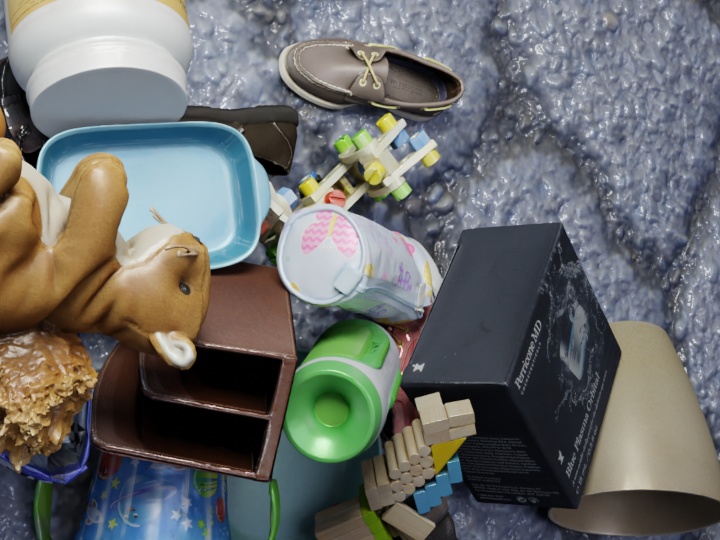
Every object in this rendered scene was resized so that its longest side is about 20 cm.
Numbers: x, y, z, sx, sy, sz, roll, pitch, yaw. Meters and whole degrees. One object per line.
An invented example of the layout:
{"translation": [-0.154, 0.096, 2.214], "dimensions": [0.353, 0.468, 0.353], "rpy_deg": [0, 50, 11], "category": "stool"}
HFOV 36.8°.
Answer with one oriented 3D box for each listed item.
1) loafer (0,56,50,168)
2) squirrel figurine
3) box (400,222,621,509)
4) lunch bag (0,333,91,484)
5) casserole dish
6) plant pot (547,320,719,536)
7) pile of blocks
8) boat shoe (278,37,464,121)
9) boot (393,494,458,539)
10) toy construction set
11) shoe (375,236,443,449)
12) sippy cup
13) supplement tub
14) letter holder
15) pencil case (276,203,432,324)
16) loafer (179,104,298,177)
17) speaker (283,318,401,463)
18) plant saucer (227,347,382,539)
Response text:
{"translation": [-0.254, -0.087, 0.901], "dimensions": [0.071, 0.063, 0.202], "rpy_deg": [-17, 92, -32], "category": "loafer"}
{"translation": [-0.197, 0.020, 0.694], "dimensions": [0.186, 0.141, 0.201], "rpy_deg": [30, 87, -31], "category": "squirrel figurine"}
{"translation": [0.154, 0.094, 1.057], "dimensions": [0.201, 0.116, 0.198], "rpy_deg": [56, 45, -36], "category": "box"}
{"translation": [-0.269, 0.060, 0.802], "dimensions": [0.123, 0.170, 0.202], "rpy_deg": [-28, 99, -21], "category": "lunch bag"}
{"translation": [-0.172, -0.056, 0.876], "dimensions": [0.198, 0.039, 0.123], "rpy_deg": [-7, 89, -24], "category": "casserole dish"}
{"translation": [0.293, 0.165, 1.169], "dimensions": [0.186, 0.187, 0.202], "rpy_deg": [20, 58, -29], "category": "plant pot"}
{"translation": [0.038, 0.188, 0.972], "dimensions": [0.082, 0.062, 0.200], "rpy_deg": [37, 106, -19], "category": "pile of blocks"}
{"translation": [0.014, -0.197, 1.094], "dimensions": [0.198, 0.059, 0.073], "rpy_deg": [9, 79, -32], "category": "boat shoe"}
{"translation": [0.060, 0.327, 1.042], "dimensions": [0.199, 0.069, 0.175], "rpy_deg": [-33, 100, -34], "category": "boot"}
{"translation": [-0.029, -0.067, 1.004], "dimensions": [0.199, 0.131, 0.093], "rpy_deg": [-30, 98, -32], "category": "toy construction set"}
{"translation": [0.037, 0.072, 1.061], "dimensions": [0.090, 0.071, 0.202], "rpy_deg": [-15, 96, -39], "category": "shoe"}
{"translation": [-0.163, 0.184, 0.875], "dimensions": [0.176, 0.139, 0.132], "rpy_deg": [12, 77, -32], "category": "sippy cup"}
{"translation": [-0.214, -0.217, 0.873], "dimensions": [0.143, 0.144, 0.202], "rpy_deg": [1, 67, -33], "category": "supplement tub"}
{"translation": [-0.131, 0.063, 0.850], "dimensions": [0.140, 0.200, 0.102], "rpy_deg": [11, 107, -10], "category": "letter holder"}
{"translation": [0.000, 0.000, 0.955], "dimensions": [0.091, 0.083, 0.200], "rpy_deg": [57, 13, 19], "category": "pencil case"}
{"translation": [-0.136, -0.107, 0.974], "dimensions": [0.198, 0.073, 0.072], "rpy_deg": [-10, 88, -33], "category": "loafer"}
{"translation": [-0.013, 0.096, 0.910], "dimensions": [0.087, 0.200, 0.090], "rpy_deg": [1, 98, 7], "category": "speaker"}
{"translation": [-0.071, 0.173, 0.999], "dimensions": [0.198, 0.036, 0.203], "rpy_deg": [6, 80, -33], "category": "plant saucer"}
